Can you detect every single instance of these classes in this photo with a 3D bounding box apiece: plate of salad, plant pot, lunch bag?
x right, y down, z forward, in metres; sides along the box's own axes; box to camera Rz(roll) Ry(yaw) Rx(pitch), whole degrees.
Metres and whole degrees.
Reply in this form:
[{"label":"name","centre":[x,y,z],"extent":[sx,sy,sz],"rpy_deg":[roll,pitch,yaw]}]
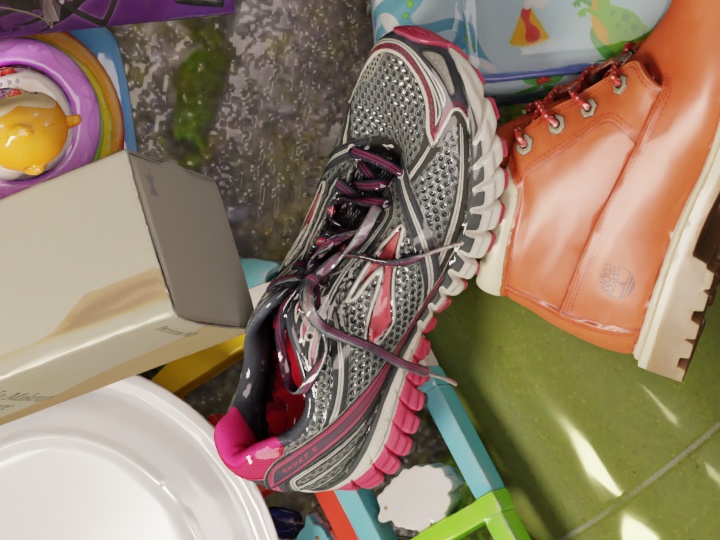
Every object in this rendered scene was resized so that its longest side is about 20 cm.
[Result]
[{"label":"plate of salad","centre":[-0.122,0.139,0.877],"extent":[0.198,0.048,0.202],"rpy_deg":[3,100,19]},{"label":"plant pot","centre":[0.109,0.041,0.893],"extent":[0.200,0.200,0.190],"rpy_deg":[-40,88,-7]},{"label":"lunch bag","centre":[0.103,-0.117,0.869],"extent":[0.198,0.161,0.083],"rpy_deg":[-5,88,6]}]

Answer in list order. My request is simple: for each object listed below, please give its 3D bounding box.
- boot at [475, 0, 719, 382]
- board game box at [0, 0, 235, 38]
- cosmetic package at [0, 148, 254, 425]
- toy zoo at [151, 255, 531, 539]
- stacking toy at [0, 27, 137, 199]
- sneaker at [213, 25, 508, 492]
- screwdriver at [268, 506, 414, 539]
[{"label":"boot","centre":[0.107,-0.062,0.765],"extent":[0.107,0.075,0.201],"rpy_deg":[20,112,14]},{"label":"board game box","centre":[-0.117,-0.197,0.773],"extent":[0.119,0.032,0.202],"rpy_deg":[-12,100,-34]},{"label":"cosmetic package","centre":[-0.154,0.022,0.799],"extent":[0.199,0.105,0.072],"rpy_deg":[-21,80,15]},{"label":"toy zoo","centre":[-0.015,0.081,0.862],"extent":[0.131,0.020,0.201],"rpy_deg":[-33,77,19]},{"label":"stacking toy","centre":[-0.146,-0.058,0.809],"extent":[0.115,0.200,0.111],"rpy_deg":[-10,94,-10]},{"label":"sneaker","centre":[0.000,0.000,0.783],"extent":[0.074,0.080,0.202],"rpy_deg":[3,107,-43]},{"label":"screwdriver","centre":[-0.013,0.120,0.890],"extent":[0.198,0.029,0.028],"rpy_deg":[5,88,18]}]
